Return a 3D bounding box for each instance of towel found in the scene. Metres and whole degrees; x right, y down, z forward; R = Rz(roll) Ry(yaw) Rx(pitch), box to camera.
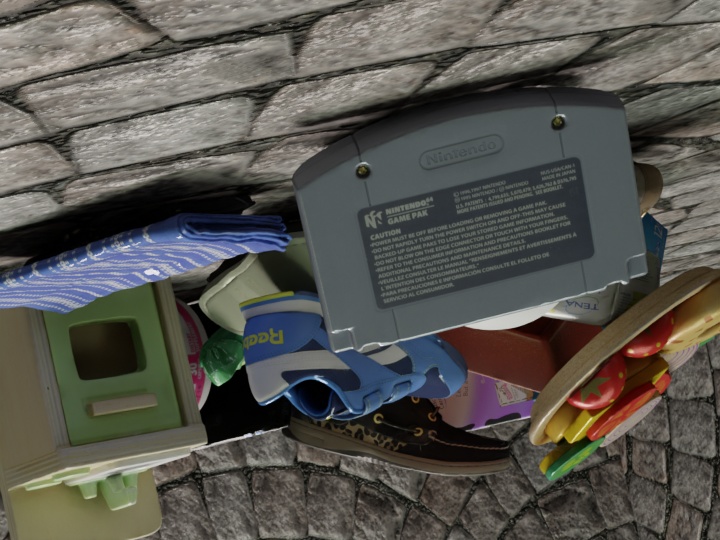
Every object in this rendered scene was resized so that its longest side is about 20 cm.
[{"bbox_3d":[-0.159,0.000,1.271,0.199,0.024,0.144,-17,172,25],"label":"towel"}]

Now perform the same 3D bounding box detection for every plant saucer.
[{"bbox_3d":[0.088,0.031,1.553,0.198,0.037,0.200,17,-164,13],"label":"plant saucer"}]

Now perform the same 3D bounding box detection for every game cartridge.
[{"bbox_3d":[0.065,-0.035,1.140,0.198,0.134,0.042,-13,-160,-3],"label":"game cartridge"}]

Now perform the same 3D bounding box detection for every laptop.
[{"bbox_3d":[-0.138,0.124,1.741,0.198,0.178,0.104,-15,133,13],"label":"laptop"}]

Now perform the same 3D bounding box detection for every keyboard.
[{"bbox_3d":[-0.168,-0.013,1.328,0.126,0.021,0.199,-8,171,-36],"label":"keyboard"}]

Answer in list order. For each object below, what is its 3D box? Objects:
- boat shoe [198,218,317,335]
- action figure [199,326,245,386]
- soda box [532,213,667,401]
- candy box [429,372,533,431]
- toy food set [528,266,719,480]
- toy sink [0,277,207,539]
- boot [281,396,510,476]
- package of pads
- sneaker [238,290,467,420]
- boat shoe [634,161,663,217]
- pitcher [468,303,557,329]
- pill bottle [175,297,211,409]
[{"bbox_3d":[-0.050,-0.010,1.409,0.072,0.061,0.201,39,147,-19],"label":"boat shoe"},{"bbox_3d":[-0.072,0.040,1.550,0.118,0.055,0.200,-32,-176,36],"label":"action figure"},{"bbox_3d":[0.210,0.037,1.688,0.068,0.201,0.064,-18,135,43],"label":"soda box"},{"bbox_3d":[0.073,0.061,1.727,0.198,0.169,0.072,-12,180,1],"label":"candy box"},{"bbox_3d":[0.205,0.069,1.414,0.199,0.049,0.198,-30,162,-30],"label":"toy food set"},{"bbox_3d":[-0.201,0.105,1.456,0.129,0.202,0.112,-6,171,-36],"label":"toy sink"},{"bbox_3d":[0.041,0.091,1.658,0.198,0.152,0.073,11,-178,6],"label":"boot"},{"bbox_3d":[0.113,-0.006,1.431,0.198,0.069,0.154,11,-179,20],"label":"package of pads"},{"bbox_3d":[-0.006,0.075,1.401,0.199,0.083,0.074,16,155,-35],"label":"sneaker"},{"bbox_3d":[0.184,-0.041,1.557,0.064,0.073,0.200,-10,167,-16],"label":"boat shoe"},{"bbox_3d":[0.087,-0.041,1.246,0.171,0.122,0.200,-30,156,20],"label":"pitcher"},{"bbox_3d":[-0.229,0.083,1.592,0.199,0.114,0.113,-6,170,-46],"label":"pill bottle"}]
